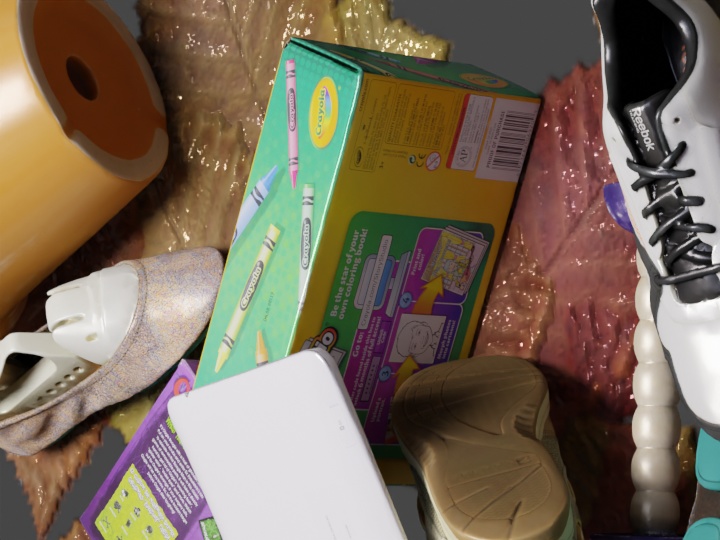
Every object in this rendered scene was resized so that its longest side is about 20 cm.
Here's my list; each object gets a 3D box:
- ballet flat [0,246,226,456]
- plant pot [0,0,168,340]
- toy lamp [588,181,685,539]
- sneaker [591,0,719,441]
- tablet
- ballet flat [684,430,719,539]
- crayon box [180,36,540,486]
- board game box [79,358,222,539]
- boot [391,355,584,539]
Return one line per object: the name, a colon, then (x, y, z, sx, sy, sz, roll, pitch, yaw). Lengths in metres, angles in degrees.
ballet flat: (-0.149, 0.042, 1.510, 0.200, 0.067, 0.068, -39, 43, 37)
plant pot: (-0.210, -0.064, 1.517, 0.183, 0.200, 0.200, -27, 66, 24)
toy lamp: (0.127, 0.063, 1.233, 0.058, 0.058, 0.200, -5, 83, 46)
sneaker: (0.128, -0.028, 1.120, 0.074, 0.080, 0.200, -19, 74, 33)
tablet: (-0.015, 0.138, 1.255, 0.130, 0.014, 0.200, -21, 92, 53)
ballet flat: (0.168, 0.101, 1.163, 0.068, 0.067, 0.200, 7, 77, 67)
crayon box: (0.000, 0.000, 1.325, 0.058, 0.119, 0.200, 27, 106, 44)
board game box: (-0.064, 0.155, 1.446, 0.200, 0.032, 0.120, 54, 126, 34)
boot: (0.067, 0.135, 1.268, 0.200, 0.073, 0.156, -110, 7, -67)
